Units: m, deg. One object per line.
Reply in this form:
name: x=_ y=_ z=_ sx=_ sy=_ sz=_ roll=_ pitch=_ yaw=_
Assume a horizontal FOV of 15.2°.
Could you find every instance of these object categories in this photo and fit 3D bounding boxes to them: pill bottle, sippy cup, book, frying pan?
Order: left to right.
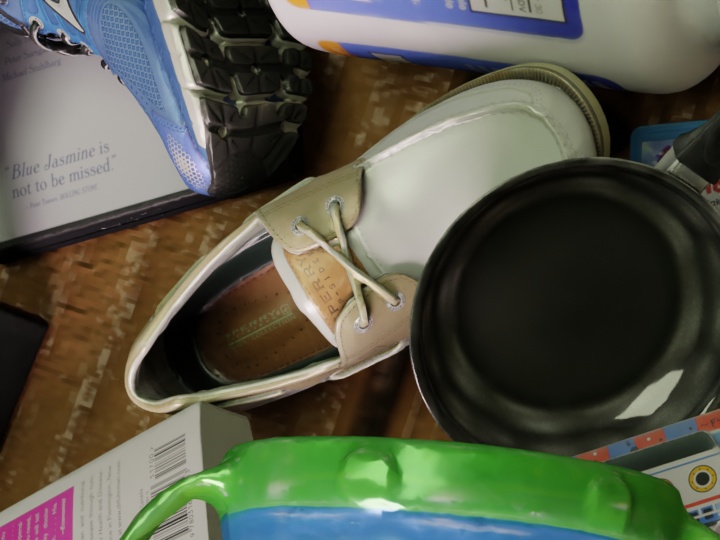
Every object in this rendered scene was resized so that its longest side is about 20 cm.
book: x=-0.114 y=0.145 z=0.960 sx=0.199 sy=0.048 sz=0.134 roll=-29 pitch=53 yaw=34
sippy cup: x=0.021 y=0.122 z=0.771 sx=0.177 sy=0.140 sz=0.131 roll=0 pitch=77 yaw=27
pill bottle: x=0.072 y=-0.120 z=0.923 sx=0.199 sy=0.112 sz=0.113 roll=9 pitch=81 yaw=29
frying pan: x=0.080 y=-0.019 z=0.868 sx=0.031 sy=0.114 sz=0.191 roll=-112 pitch=34 yaw=-67

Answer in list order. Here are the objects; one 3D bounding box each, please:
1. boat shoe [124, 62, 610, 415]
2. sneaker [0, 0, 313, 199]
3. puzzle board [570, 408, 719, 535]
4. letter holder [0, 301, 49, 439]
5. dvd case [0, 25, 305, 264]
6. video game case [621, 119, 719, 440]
boat shoe: x=0.000 y=0.000 z=0.926 sx=0.200 sy=0.068 sz=0.075 roll=-36 pitch=86 yaw=33
sneaker: x=-0.087 y=-0.103 z=1.013 sx=0.089 sy=0.078 sz=0.201 roll=-43 pitch=58 yaw=28
puzzle board: x=0.063 y=0.131 z=0.829 sx=0.199 sy=0.017 sz=0.151 roll=-18 pitch=64 yaw=8
letter holder: x=-0.240 y=0.021 z=1.000 sx=0.142 sy=0.200 sz=0.101 roll=22 pitch=87 yaw=31
dvd case: x=-0.095 y=-0.114 z=1.064 sx=0.142 sy=0.018 sz=0.201 roll=-15 pitch=70 yaw=25
video game case: x=0.155 y=0.045 z=0.890 sx=0.142 sy=0.018 sz=0.201 roll=-4 pitch=75 yaw=28
